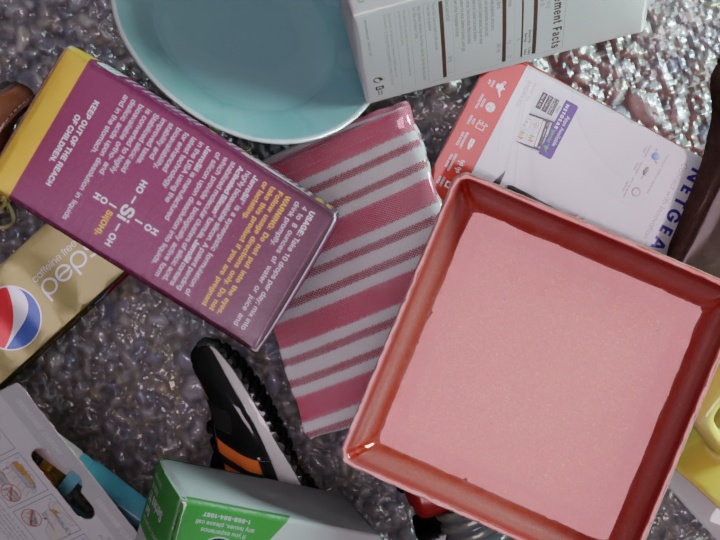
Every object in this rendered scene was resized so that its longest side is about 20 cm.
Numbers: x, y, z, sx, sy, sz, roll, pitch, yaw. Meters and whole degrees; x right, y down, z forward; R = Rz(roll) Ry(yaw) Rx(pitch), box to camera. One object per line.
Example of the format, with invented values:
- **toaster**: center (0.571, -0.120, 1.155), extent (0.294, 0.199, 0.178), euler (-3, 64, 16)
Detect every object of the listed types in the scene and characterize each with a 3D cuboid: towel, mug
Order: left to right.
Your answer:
- **towel**: center (0.000, 0.000, 1.080), extent (0.145, 0.030, 0.202), euler (-21, 78, 21)
- **mug**: center (0.299, 0.122, 1.048), extent (0.153, 0.187, 0.149), euler (-43, 71, -3)

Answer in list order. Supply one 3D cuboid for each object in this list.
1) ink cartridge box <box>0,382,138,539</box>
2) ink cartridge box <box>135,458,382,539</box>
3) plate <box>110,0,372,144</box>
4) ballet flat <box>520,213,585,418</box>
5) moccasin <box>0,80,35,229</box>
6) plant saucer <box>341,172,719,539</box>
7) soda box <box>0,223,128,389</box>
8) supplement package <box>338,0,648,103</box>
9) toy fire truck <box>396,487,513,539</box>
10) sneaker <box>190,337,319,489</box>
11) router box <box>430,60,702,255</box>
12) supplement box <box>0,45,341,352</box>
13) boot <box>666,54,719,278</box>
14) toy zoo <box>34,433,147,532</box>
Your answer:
- **ink cartridge box**: center (-0.257, 0.166, 1.090), extent (0.199, 0.057, 0.163), euler (-28, 109, 20)
- **ink cartridge box**: center (-0.088, 0.243, 1.040), extent (0.145, 0.083, 0.202), euler (15, 97, -22)
- **plate**: center (-0.077, -0.168, 1.065), extent (0.198, 0.026, 0.202), euler (12, 60, -21)
- **ballet flat**: center (0.139, 0.054, 1.048), extent (0.063, 0.076, 0.202), euler (-9, 97, -4)
- **moccasin**: center (-0.284, -0.042, 1.110), extent (0.077, 0.074, 0.202), euler (30, 94, -6)
- **plant saucer**: center (0.114, 0.067, 0.996), extent (0.198, 0.037, 0.201), euler (23, 89, 5)
- **soda box**: center (-0.221, 0.010, 1.113), extent (0.200, 0.068, 0.064), euler (-41, 92, 5)
- **supplement package**: center (0.080, -0.212, 1.029), extent (0.198, 0.120, 0.122), euler (-15, 68, -1)
- **toy fire truck**: center (0.066, 0.187, 1.047), extent (0.128, 0.200, 0.177), euler (-21, 94, 4)
- **sneaker**: center (-0.087, 0.149, 1.116), extent (0.090, 0.070, 0.201), euler (-29, 95, 2)
- **router box**: center (0.127, -0.027, 1.102), extent (0.178, 0.049, 0.201), euler (27, 96, 1)
- **supplement box**: center (-0.121, -0.046, 1.008), extent (0.199, 0.131, 0.104), euler (32, 92, -1)
- **boot**: center (0.237, -0.031, 1.028), extent (0.167, 0.200, 0.072), euler (-48, 48, -12)
- **toy zoo**: center (-0.219, 0.171, 1.108), extent (0.199, 0.021, 0.131), euler (38, 132, -4)
